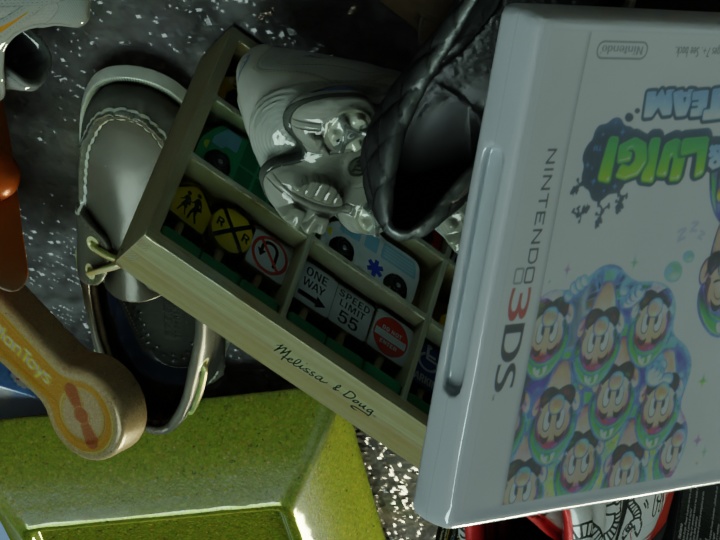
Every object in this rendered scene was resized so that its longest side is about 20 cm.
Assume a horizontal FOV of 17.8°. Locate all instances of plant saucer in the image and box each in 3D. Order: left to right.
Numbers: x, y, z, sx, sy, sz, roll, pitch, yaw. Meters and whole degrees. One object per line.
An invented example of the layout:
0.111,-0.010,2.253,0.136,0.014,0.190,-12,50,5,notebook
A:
-0.090,0.146,1.195,0.198,0.048,0.200,-6,140,8,plant saucer

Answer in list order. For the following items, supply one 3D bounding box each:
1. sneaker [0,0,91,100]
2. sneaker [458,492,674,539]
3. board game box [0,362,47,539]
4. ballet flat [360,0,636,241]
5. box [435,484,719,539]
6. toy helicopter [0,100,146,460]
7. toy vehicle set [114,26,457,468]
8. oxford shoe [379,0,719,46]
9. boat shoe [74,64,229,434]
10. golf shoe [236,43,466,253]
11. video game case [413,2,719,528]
-0.186,-0.094,0.986,0.092,0.076,0.199,35,138,-26,sneaker
0.100,0.043,0.918,0.067,0.108,0.203,22,101,28,sneaker
-0.209,0.087,1.223,0.198,0.037,0.152,16,139,1,board game box
0.066,-0.091,0.812,0.066,0.057,0.201,25,117,-15,ballet flat
0.095,0.147,1.051,0.047,0.201,0.193,32,139,-19,box
-0.168,0.002,1.042,0.200,0.079,0.133,43,124,13,toy helicopter
0.000,0.000,0.978,0.199,0.125,0.026,34,138,-19,toy vehicle set
0.041,-0.097,0.878,0.198,0.073,0.085,18,116,4,oxford shoe
-0.096,-0.006,1.057,0.071,0.061,0.203,8,139,11,boat shoe
0.036,-0.051,0.960,0.199,0.097,0.079,19,113,-36,golf shoe
0.111,-0.004,0.846,0.024,0.199,0.184,23,109,44,video game case
